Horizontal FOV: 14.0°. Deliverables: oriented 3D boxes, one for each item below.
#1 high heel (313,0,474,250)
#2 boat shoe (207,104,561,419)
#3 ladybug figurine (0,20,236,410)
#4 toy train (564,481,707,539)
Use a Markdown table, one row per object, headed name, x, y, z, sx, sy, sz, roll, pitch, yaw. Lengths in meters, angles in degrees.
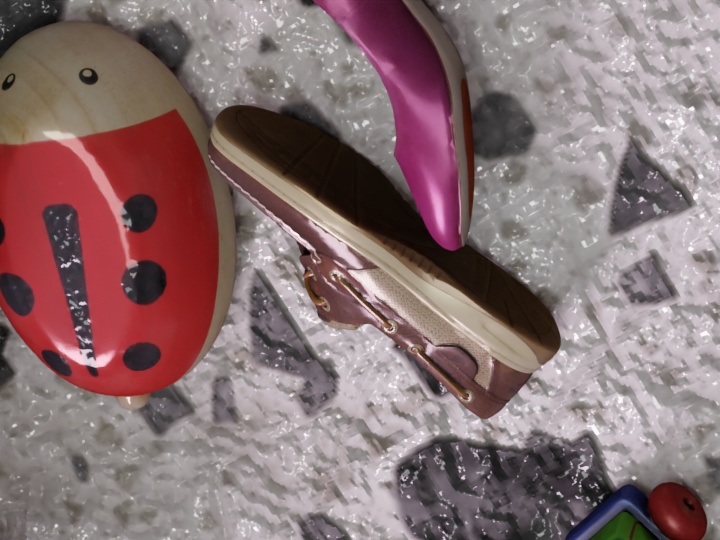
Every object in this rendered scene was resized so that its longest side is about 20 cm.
| name | x | y | z | sx | sy | sz | roll | pitch | yaw |
| --- | --- | --- | --- | --- | --- | --- | --- | --- | --- |
| high heel | -0.003 | -0.103 | 1.373 | 0.095 | 0.067 | 0.201 | -10 | 95 | 8 |
| boat shoe | 0.000 | 0.000 | 1.416 | 0.199 | 0.072 | 0.072 | 35 | 115 | -8 |
| ladybug figurine | -0.132 | -0.021 | 1.439 | 0.135 | 0.072 | 0.201 | -8 | 110 | 17 |
| toy train | 0.177 | 0.207 | 1.427 | 0.200 | 0.116 | 0.085 | 44 | 116 | -6 |
